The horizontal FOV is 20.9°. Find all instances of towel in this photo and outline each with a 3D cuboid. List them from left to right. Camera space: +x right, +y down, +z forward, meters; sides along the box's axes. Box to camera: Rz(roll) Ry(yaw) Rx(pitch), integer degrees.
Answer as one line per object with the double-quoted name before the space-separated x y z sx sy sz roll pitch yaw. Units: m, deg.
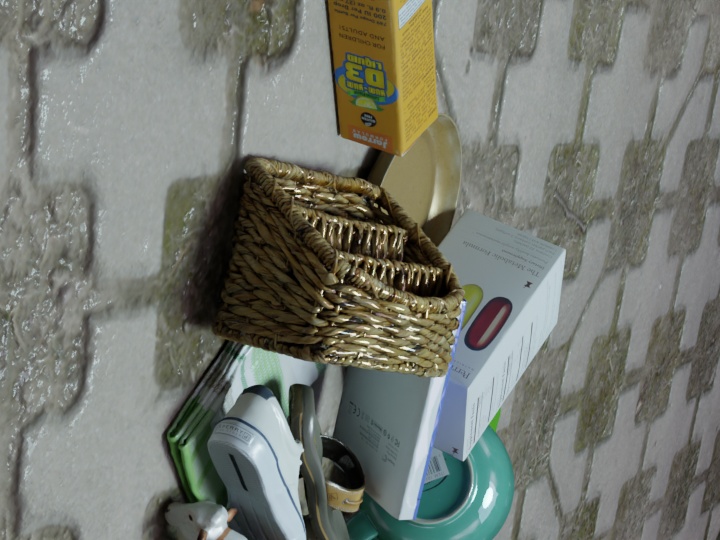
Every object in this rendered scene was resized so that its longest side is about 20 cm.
"towel" -0.088 0.108 1.630 0.201 0.031 0.150 -57 152 -31

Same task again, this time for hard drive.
"hard drive" 0.030 0.098 1.708 0.025 0.132 0.201 3 109 -31

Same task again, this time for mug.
"mug" 0.064 0.218 1.879 0.114 0.151 0.186 55 58 -77

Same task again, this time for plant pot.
"plant pot" 0.038 -0.051 1.802 0.200 0.027 0.201 -48 149 -43

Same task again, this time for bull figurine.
"bull figurine" -0.097 0.269 1.605 0.121 0.200 0.065 -42 -156 29

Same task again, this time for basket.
"basket" 0.000 0.000 1.554 0.199 0.142 0.150 12 90 -54

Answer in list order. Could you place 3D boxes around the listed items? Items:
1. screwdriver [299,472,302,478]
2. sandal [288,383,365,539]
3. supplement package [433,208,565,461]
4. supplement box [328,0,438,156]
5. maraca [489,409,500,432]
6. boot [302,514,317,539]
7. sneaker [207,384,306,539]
"screwdriver" -0.034 0.165 1.810 0.200 0.029 0.028 -22 127 -68
"sandal" -0.025 0.172 1.689 0.082 0.054 0.201 -101 180 -51
"supplement package" 0.099 0.059 1.844 0.200 0.113 0.110 -53 156 -37
"supplement box" 0.018 -0.193 1.600 0.069 0.066 0.201 -54 151 -36
"maraca" 0.098 0.216 2.030 0.201 0.106 0.137 -63 154 -21
"boot" -0.077 0.309 1.754 0.155 0.072 0.202 17 87 -68
"sneaker" -0.071 0.171 1.602 0.071 0.073 0.201 -56 155 -30
